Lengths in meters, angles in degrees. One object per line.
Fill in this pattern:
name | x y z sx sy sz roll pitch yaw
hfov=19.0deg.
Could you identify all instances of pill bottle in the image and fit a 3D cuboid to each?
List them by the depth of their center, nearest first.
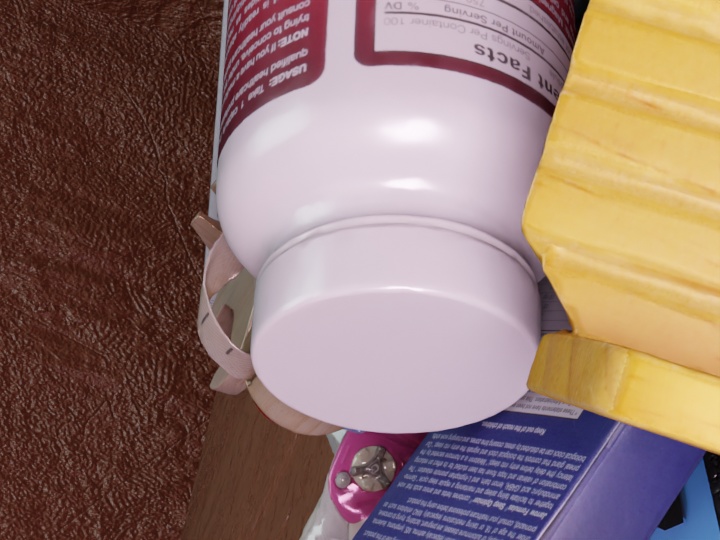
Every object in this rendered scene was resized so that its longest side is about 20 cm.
pill bottle | 0.012 -0.058 0.672 0.113 0.112 0.201 118 159 -55

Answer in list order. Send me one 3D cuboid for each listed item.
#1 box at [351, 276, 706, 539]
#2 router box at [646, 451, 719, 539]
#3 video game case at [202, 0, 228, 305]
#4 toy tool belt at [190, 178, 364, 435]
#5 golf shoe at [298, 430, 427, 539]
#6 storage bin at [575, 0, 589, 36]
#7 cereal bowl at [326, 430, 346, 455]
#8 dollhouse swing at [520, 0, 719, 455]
box | 0.061 0.045 0.638 0.201 0.032 0.121 -53 16 -13
router box | 0.084 0.083 0.649 0.149 0.051 0.200 -44 17 16
video game case | -0.020 -0.089 0.961 0.143 0.018 0.202 -26 -54 -57
toy tool belt | 0.000 0.000 0.781 0.201 0.124 0.123 -60 5 -38
golf shoe | 0.006 0.106 0.823 0.201 0.075 0.092 -54 1 -13
storage bin | 0.096 -0.179 0.888 0.134 0.145 0.201 -24 -33 -46
cereal bowl | 0.031 0.030 0.921 0.200 0.083 0.202 17 110 59
dollhouse swing | 0.126 -0.050 0.454 0.176 0.180 0.202 24 -96 -77
